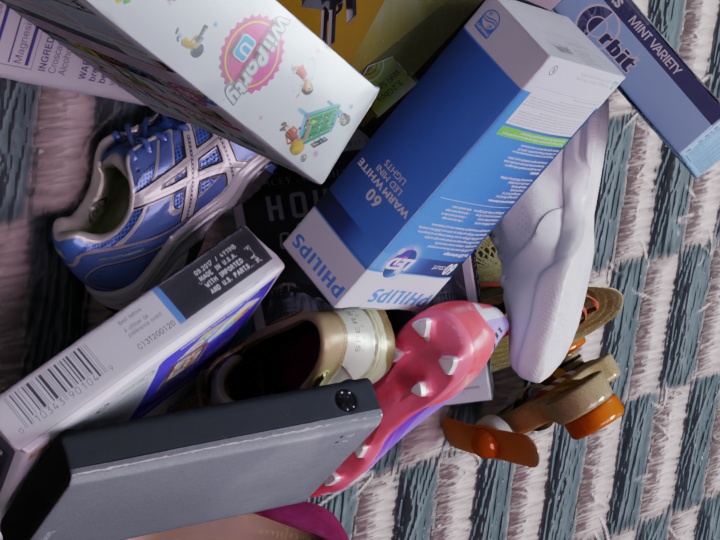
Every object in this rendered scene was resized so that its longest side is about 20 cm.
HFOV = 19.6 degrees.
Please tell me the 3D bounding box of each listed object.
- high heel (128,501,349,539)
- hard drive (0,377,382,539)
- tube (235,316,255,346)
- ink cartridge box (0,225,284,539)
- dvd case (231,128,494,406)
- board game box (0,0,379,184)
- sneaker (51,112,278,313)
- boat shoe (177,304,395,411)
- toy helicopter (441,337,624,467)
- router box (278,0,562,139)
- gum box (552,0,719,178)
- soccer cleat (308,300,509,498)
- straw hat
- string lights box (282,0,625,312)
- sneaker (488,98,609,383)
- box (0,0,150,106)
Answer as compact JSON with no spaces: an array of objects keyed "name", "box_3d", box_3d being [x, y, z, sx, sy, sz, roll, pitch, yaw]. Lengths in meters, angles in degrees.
[{"name":"high heel","box_3d":[-0.107,0.168,1.322,0.199,0.096,0.068,-3,96,-22]},{"name":"hard drive","box_3d":[-0.102,0.118,1.236,0.199,0.033,0.140,-8,157,-29]},{"name":"tube","box_3d":[-0.084,0.117,1.404,0.077,0.050,0.201,28,85,-57]},{"name":"ink cartridge box","box_3d":[-0.151,0.072,1.273,0.198,0.043,0.200,-37,171,-26]},{"name":"dvd case","box_3d":[0.000,0.000,1.347,0.150,0.025,0.201,-7,113,6]},{"name":"board game box","box_3d":[-0.107,-0.130,1.041,0.200,0.147,0.064,37,82,-47]},{"name":"sneaker","box_3d":[-0.109,-0.068,1.266,0.200,0.076,0.077,-56,136,-5]},{"name":"boat shoe","box_3d":[-0.068,0.074,1.311,0.066,0.074,0.200,5,146,-48]},{"name":"toy helicopter","box_3d":[0.134,0.099,1.518,0.132,0.200,0.079,-28,88,-8]},{"name":"router box","box_3d":[0.036,-0.194,1.246,0.200,0.052,0.157,-42,106,3]},{"name":"gum box","box_3d":[0.179,-0.144,1.381,0.045,0.170,0.200,-40,171,8]},{"name":"soccer cleat","box_3d":[0.014,0.085,1.339,0.200,0.067,0.076,-42,164,34]},{"name":"straw hat","box_3d":[0.078,0.011,1.469,0.201,0.201,0.085,3,65,-44]},{"name":"string lights box","box_3d":[0.056,-0.065,1.241,0.200,0.059,0.103,-49,155,20]},{"name":"sneaker","box_3d":[0.106,-0.028,1.356,0.075,0.088,0.201,49,50,-71]},{"name":"box","box_3d":[-0.171,-0.198,1.129,0.200,0.105,0.185,8,104,-46]}]
